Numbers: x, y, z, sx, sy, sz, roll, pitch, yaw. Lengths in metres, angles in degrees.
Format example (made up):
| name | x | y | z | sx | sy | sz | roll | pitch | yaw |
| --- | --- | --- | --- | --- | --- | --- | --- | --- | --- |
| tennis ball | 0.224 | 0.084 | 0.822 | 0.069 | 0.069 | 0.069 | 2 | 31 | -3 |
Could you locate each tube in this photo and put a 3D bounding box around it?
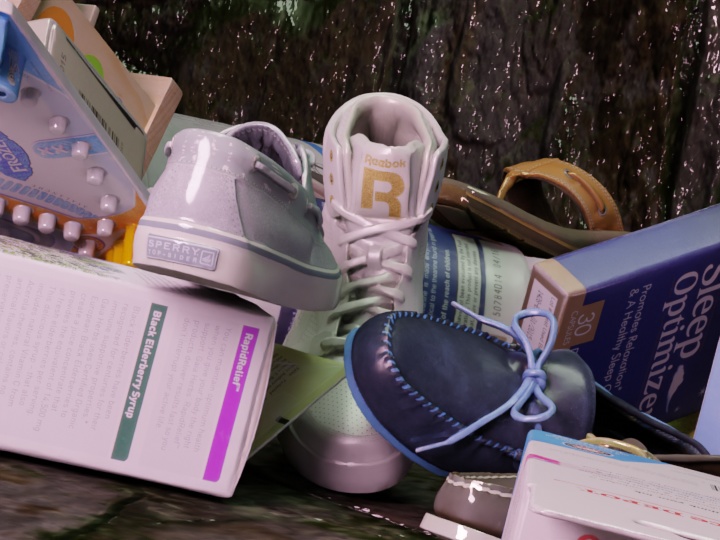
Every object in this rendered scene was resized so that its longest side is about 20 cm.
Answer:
| name | x | y | z | sx | sy | sz | roll | pitch | yaw |
| --- | --- | --- | --- | --- | --- | --- | --- | --- | --- |
| tube | -0.084 | 0.048 | 1.296 | 0.052 | 0.058 | 0.200 | 13 | 3 | -35 |

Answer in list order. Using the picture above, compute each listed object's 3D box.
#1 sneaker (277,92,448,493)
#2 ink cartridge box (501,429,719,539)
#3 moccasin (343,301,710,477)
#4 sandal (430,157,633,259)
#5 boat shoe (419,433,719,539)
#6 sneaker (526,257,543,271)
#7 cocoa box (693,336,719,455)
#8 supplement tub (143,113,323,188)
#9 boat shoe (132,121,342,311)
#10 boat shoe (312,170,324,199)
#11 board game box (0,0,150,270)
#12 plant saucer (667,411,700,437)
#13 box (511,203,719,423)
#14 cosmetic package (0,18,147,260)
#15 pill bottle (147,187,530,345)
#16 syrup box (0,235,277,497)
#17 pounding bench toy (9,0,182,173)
| name | x | y | z | sx | sy | sz | roll | pitch | yaw |
| --- | --- | --- | --- | --- | --- | --- | --- | --- | --- |
| sneaker | 0.000 | 0.000 | 1.295 | 0.073 | 0.116 | 0.200 | 4 | 37 | -1 |
| ink cartridge box | 0.105 | 0.112 | 0.997 | 0.115 | 0.068 | 0.200 | 14 | 4 | 3 |
| moccasin | 0.079 | 0.057 | 1.256 | 0.068 | 0.081 | 0.200 | -25 | -33 | 38 |
| sandal | 0.110 | -0.031 | 1.522 | 0.200 | 0.054 | 0.080 | 13 | -1 | -40 |
| boat shoe | 0.110 | 0.100 | 1.203 | 0.201 | 0.061 | 0.072 | 10 | 7 | -39 |
| sneaker | 0.164 | 0.066 | 1.723 | 0.200 | 0.082 | 0.088 | 27 | 40 | 13 |
| cocoa box | 0.250 | 0.049 | 1.371 | 0.133 | 0.201 | 0.131 | 16 | 6 | 24 |
| supplement tub | -0.100 | -0.020 | 1.569 | 0.200 | 0.132 | 0.132 | 8 | 7 | -44 |
| boat shoe | -0.042 | -0.025 | 1.175 | 0.070 | 0.072 | 0.201 | 15 | 0 | 10 |
| boat shoe | -0.001 | 0.007 | 1.546 | 0.200 | 0.067 | 0.057 | 46 | 11 | -30 |
| board game box | -0.198 | -0.035 | 1.182 | 0.199 | 0.026 | 0.200 | -7 | -32 | 18 |
| plant saucer | 0.195 | 0.052 | 1.594 | 0.200 | 0.048 | 0.200 | 37 | 27 | 31 |
| box | 0.157 | 0.026 | 1.441 | 0.200 | 0.121 | 0.032 | -19 | 46 | -35 |
| cosmetic package | -0.207 | -0.043 | 1.267 | 0.199 | 0.071 | 0.105 | -7 | -32 | 19 |
| pill bottle | -0.021 | 0.019 | 1.448 | 0.199 | 0.111 | 0.111 | 13 | 5 | -15 |
| syrup box | -0.142 | 0.029 | 1.154 | 0.199 | 0.082 | 0.079 | 15 | 4 | -17 |
| pounding bench toy | -0.226 | -0.093 | 1.428 | 0.199 | 0.125 | 0.156 | 9 | -28 | 33 |
